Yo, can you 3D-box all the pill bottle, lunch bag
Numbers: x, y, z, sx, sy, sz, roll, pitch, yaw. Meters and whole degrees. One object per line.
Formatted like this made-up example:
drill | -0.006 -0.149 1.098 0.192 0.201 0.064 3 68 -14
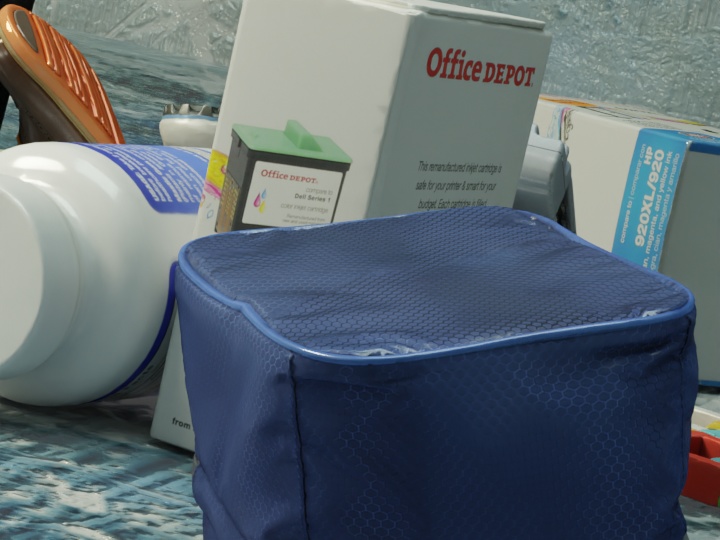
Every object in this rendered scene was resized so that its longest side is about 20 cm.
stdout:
pill bottle | -0.114 0.001 1.167 0.112 0.112 0.200 16 8 27
lunch bag | 0.019 0.062 0.865 0.136 0.133 0.200 -6 14 -16

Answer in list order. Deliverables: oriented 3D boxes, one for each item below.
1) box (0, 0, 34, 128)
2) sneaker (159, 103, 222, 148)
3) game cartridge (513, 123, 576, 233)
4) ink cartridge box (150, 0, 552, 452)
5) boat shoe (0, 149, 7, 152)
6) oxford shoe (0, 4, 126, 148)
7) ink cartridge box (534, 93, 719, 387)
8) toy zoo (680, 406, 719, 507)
box | -0.272 -0.110 1.327 0.106 0.122 0.200 17 3 37
sneaker | -0.058 -0.029 1.407 0.072 0.073 0.200 7 -21 16
game cartridge | 0.054 -0.021 1.506 0.133 0.041 0.200 17 -30 19
ink cartridge box | -0.002 -0.019 1.152 0.084 0.200 0.145 16 8 25
boat shoe | -0.133 -0.023 1.320 0.067 0.074 0.200 27 -5 25
oxford shoe | -0.150 -0.052 1.375 0.073 0.200 0.071 -25 44 5
ink cartridge box | 0.173 -0.021 1.656 0.147 0.145 0.200 6 9 -36
toy zoo | 0.167 0.088 1.308 0.200 0.021 0.131 18 9 40
